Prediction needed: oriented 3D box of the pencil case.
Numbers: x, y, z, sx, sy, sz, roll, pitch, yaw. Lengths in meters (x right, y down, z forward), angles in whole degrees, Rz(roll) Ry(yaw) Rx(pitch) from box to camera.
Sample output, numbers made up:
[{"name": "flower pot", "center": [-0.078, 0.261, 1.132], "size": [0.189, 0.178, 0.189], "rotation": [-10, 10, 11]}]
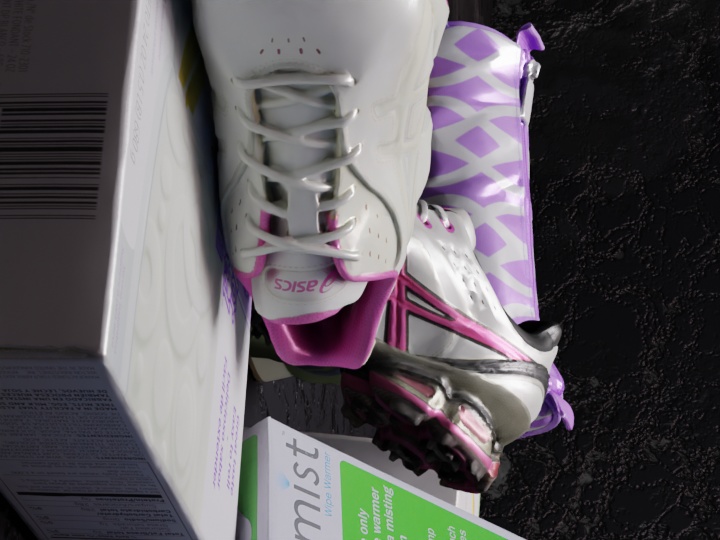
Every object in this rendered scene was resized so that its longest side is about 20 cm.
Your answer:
[{"name": "pencil case", "center": [0.050, -0.019, 0.944], "size": [0.084, 0.085, 0.201], "rotation": [54, 31, -67]}]

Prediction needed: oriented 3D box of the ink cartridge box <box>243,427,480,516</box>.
[{"name": "ink cartridge box", "center": [-0.007, 0.110, 0.933], "size": [0.200, 0.117, 0.068], "rotation": [43, 52, -82]}]

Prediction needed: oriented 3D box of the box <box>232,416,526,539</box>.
[{"name": "box", "center": [0.005, 0.181, 0.696], "size": [0.176, 0.097, 0.200], "rotation": [30, 40, -30]}]

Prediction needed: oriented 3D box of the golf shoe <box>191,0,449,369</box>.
[{"name": "golf shoe", "center": [-0.011, -0.038, 0.612], "size": [0.200, 0.075, 0.092], "rotation": [75, 18, -63]}]

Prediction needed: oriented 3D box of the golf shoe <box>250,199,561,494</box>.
[{"name": "golf shoe", "center": [0.000, 0.000, 0.828], "size": [0.200, 0.073, 0.092], "rotation": [44, 69, -25]}]

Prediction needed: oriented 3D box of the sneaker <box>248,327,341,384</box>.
[{"name": "sneaker", "center": [-0.016, 0.016, 0.970], "size": [0.200, 0.090, 0.067], "rotation": [62, 30, -76]}]

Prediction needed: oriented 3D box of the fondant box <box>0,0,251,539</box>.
[{"name": "fondant box", "center": [-0.075, -0.003, 0.603], "size": [0.200, 0.058, 0.145], "rotation": [79, 12, -65]}]
